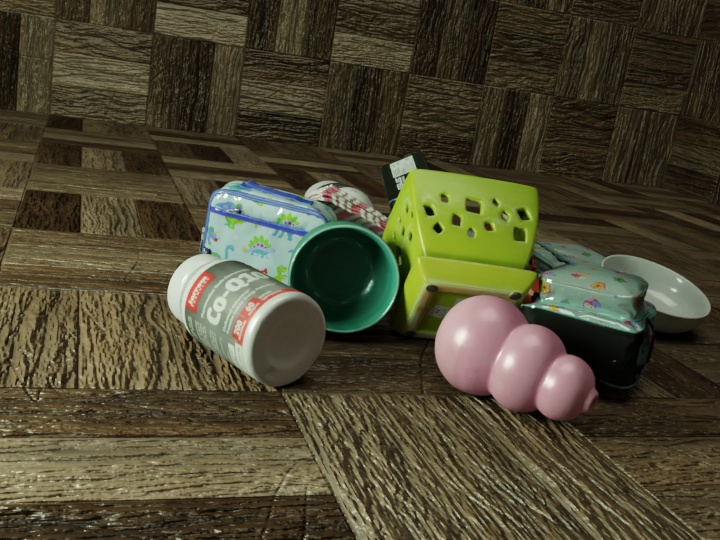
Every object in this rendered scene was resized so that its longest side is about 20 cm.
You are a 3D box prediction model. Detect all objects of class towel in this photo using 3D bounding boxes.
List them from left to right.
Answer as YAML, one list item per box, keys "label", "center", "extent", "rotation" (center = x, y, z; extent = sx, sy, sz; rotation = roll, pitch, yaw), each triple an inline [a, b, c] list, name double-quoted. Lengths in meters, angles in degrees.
- label: "towel"
  center: [-0.005, -0.068, 1.364]
  extent: [0.200, 0.030, 0.146]
  rotation: [30, -19, -18]

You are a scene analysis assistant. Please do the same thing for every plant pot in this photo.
- label: "plant pot"
  center: [0.142, -0.008, 1.208]
  extent: [0.198, 0.200, 0.182]
  rotation: [8, 53, -9]

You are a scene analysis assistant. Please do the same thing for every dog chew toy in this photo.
- label: "dog chew toy"
  center: [0.189, 0.112, 0.999]
  extent: [0.200, 0.125, 0.124]
  rotation: [28, 22, 30]

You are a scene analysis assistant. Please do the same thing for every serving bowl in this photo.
- label: "serving bowl"
  center: [0.509, 0.051, 1.476]
  extent: [0.200, 0.066, 0.200]
  rotation: [13, 30, -8]

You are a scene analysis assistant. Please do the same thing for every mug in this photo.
- label: "mug"
  center: [-0.043, 0.004, 1.184]
  extent: [0.184, 0.153, 0.114]
  rotation: [6, 7, -6]

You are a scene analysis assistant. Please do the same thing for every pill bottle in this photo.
- label: "pill bottle"
  center: [-0.145, 0.052, 1.013]
  extent: [0.114, 0.114, 0.200]
  rotation: [-5, 20, -42]

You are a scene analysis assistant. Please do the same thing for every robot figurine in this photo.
- label: "robot figurine"
  center: [-0.050, -0.112, 1.675]
  extent: [0.150, 0.125, 0.200]
  rotation: [-39, 23, -11]

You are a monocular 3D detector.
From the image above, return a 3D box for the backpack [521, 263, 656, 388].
- label: "backpack"
  center: [0.325, 0.071, 1.173]
  extent: [0.175, 0.154, 0.200]
  rotation: [11, 6, 26]

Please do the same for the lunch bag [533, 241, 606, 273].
- label: "lunch bag"
  center: [0.405, 0.001, 1.621]
  extent: [0.160, 0.077, 0.200]
  rotation: [5, 15, -17]

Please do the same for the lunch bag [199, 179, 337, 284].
- label: "lunch bag"
  center: [-0.142, -0.047, 1.286]
  extent: [0.199, 0.161, 0.082]
  rotation: [16, 21, 5]

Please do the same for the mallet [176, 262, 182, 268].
- label: "mallet"
  center: [-0.199, -0.007, 1.376]
  extent: [0.200, 0.041, 0.066]
  rotation: [-8, 24, -36]

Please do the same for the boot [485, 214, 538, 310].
- label: "boot"
  center: [0.275, -0.010, 1.451]
  extent: [0.075, 0.107, 0.200]
  rotation: [-8, 48, -41]

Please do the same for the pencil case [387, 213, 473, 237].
- label: "pencil case"
  center: [0.138, -0.054, 1.661]
  extent: [0.200, 0.091, 0.083]
  rotation: [14, 55, 23]

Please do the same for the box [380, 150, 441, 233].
- label: "box"
  center: [0.110, -0.093, 1.480]
  extent: [0.086, 0.164, 0.200]
  rotation: [-21, 31, 7]
